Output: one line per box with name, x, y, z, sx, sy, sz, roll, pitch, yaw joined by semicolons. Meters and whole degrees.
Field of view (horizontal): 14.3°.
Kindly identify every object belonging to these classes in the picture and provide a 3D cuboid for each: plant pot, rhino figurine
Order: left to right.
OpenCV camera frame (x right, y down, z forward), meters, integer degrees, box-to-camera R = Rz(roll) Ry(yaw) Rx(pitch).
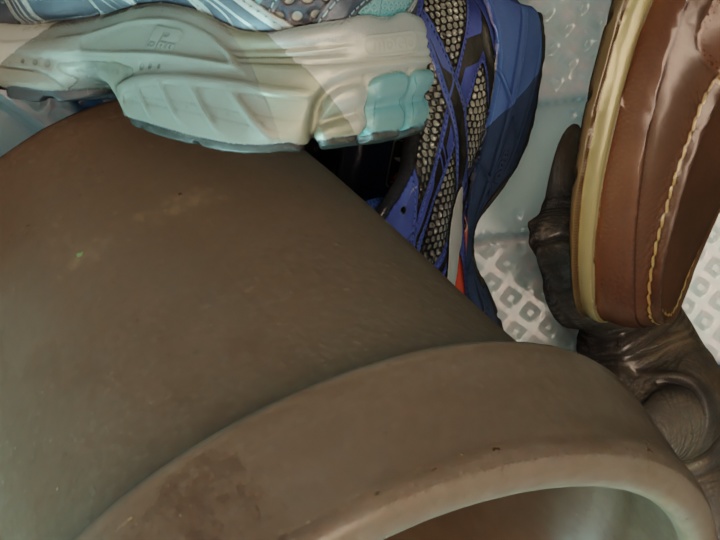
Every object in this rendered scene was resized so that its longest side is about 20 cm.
plant pot;-0.035;0.051;0.747;0.200;0.200;0.175;-34;60;0
rhino figurine;0.085;0.053;0.881;0.060;0.087;0.200;-9;100;34

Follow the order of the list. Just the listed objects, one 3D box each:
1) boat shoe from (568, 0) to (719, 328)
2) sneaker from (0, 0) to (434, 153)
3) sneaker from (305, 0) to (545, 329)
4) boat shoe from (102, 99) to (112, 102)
boat shoe;0.111;-0.075;0.804;0.068;0.072;0.200;19;94;17
sneaker;-0.057;-0.085;0.723;0.078;0.200;0.086;-8;106;-47
sneaker;0.000;0.000;0.854;0.075;0.078;0.200;5;92;34
boat shoe;-0.062;-0.126;0.847;0.072;0.062;0.200;-9;109;34
